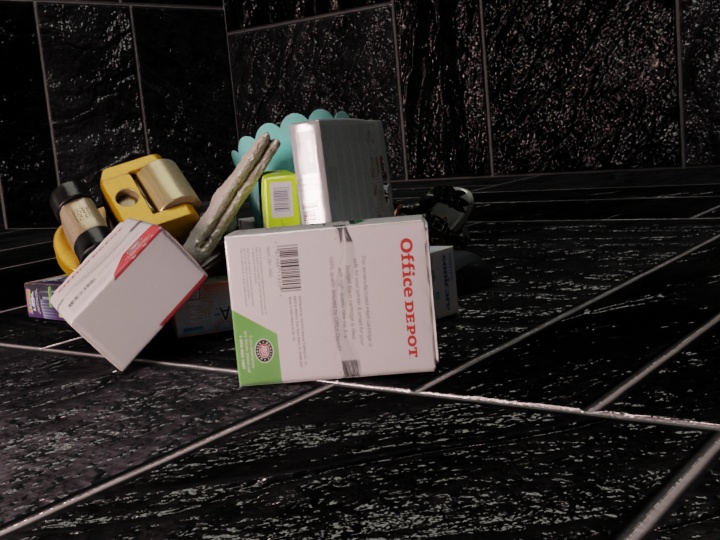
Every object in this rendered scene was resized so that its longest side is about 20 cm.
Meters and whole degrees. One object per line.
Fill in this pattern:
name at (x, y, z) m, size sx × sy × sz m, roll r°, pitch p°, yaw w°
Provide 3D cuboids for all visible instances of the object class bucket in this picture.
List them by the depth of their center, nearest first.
bucket at (-0.083, -0.134, 1.458) m, size 0.203 × 0.137 × 0.207 m, roll -14°, pitch -15°, yaw -4°

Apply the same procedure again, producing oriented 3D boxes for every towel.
towel at (-0.176, -0.082, 1.247) m, size 0.034 × 0.202 × 0.132 m, roll 34°, pitch -25°, yaw -11°

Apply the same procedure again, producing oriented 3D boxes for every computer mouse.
computer mouse at (0.107, 0.006, 1.313) m, size 0.137 × 0.054 × 0.198 m, roll 1°, pitch 11°, yaw 42°

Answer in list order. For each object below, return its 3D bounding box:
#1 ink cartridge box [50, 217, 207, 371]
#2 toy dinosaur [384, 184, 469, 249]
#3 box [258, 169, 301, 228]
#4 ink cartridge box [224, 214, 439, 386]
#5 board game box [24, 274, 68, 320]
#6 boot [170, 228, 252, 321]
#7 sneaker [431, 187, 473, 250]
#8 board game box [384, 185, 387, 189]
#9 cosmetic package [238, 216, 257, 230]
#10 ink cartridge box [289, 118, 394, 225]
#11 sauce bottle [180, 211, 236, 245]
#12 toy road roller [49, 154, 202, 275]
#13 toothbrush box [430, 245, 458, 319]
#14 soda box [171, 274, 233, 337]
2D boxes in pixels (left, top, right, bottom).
ink cartridge box at (-0.277, 0.021, 1.144) m, size 0.147 × 0.083 × 0.199 m, roll -48°, pitch 22°, yaw -12°
toy dinosaur at (0.081, -0.062, 1.427) m, size 0.134 × 0.104 × 0.198 m, roll -16°, pitch -23°, yaw 40°
box at (-0.105, -0.066, 1.260) m, size 0.047 × 0.125 × 0.200 m, roll -4°, pitch 8°, yaw -8°
ink cartridge box at (-0.025, 0.027, 0.957) m, size 0.196 × 0.149 × 0.084 m, roll -4°, pitch 7°, yaw 4°
board game box at (-0.379, 0.028, 1.470) m, size 0.163 × 0.058 × 0.198 m, roll 0°, pitch 11°, yaw 44°
boot at (-0.216, -0.008, 1.350) m, size 0.165 × 0.073 × 0.200 m, roll -37°, pitch 3°, yaw -2°
sneaker at (0.144, -0.075, 1.547) m, size 0.098 × 0.072 × 0.200 m, roll -9°, pitch -23°, yaw -33°
board game box at (-0.076, -0.094, 1.743) m, size 0.198 × 0.042 × 0.199 m, roll -2°, pitch -24°, yaw -44°
cosmetic package at (-0.095, -0.045, 1.593) m, size 0.197 × 0.109 × 0.090 m, roll -12°, pitch 10°, yaw -27°
ink cartridge box at (-0.017, -0.108, 1.229) m, size 0.046 × 0.164 × 0.199 m, roll -6°, pitch 6°, yaw 24°
sauce bottle at (-0.264, -0.051, 1.392) m, size 0.197 × 0.067 × 0.066 m, roll -16°, pitch 2°, yaw 34°
toy road roller at (-0.322, -0.053, 1.332) m, size 0.198 × 0.147 × 0.123 m, roll -24°, pitch 59°, yaw -23°
toothbrush box at (0.002, 0.026, 1.145) m, size 0.145 × 0.087 × 0.198 m, roll 1°, pitch 10°, yaw 42°
soda box at (-0.144, 0.037, 1.239) m, size 0.196 × 0.065 × 0.068 m, roll -7°, pitch 8°, yaw -15°
